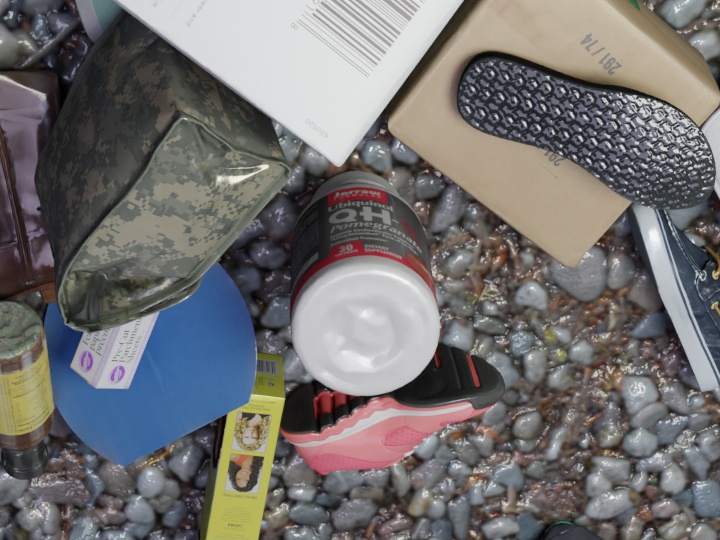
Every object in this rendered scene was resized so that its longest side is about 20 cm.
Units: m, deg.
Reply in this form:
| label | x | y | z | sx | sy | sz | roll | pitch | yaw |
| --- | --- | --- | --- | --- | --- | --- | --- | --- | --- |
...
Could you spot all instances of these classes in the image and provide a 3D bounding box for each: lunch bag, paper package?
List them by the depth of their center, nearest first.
| label | x | y | z | sx | sy | sz | roll | pitch | yaw |
| --- | --- | --- | --- | --- | --- | --- | --- | --- | --- |
| lunch bag | -0.160 | -0.070 | 1.072 | 0.117 | 0.165 | 0.200 | 24 | 120 | -38 |
| paper package | 0.143 | -0.138 | 1.132 | 0.199 | 0.104 | 0.191 | 35 | 109 | -17 |

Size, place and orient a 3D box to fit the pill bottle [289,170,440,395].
| label | x | y | z | sx | sy | sz | roll | pitch | yaw |
| --- | --- | --- | --- | --- | --- | --- | --- | --- | --- |
| pill bottle | 0.000 | 0.000 | 1.141 | 0.110 | 0.200 | 0.112 | -1 | 117 | -2 |

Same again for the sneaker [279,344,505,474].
| label | x | y | z | sx | sy | sz | roll | pitch | yaw |
| --- | --- | --- | --- | --- | --- | --- | --- | --- | --- |
| sneaker | 0.033 | 0.127 | 1.291 | 0.198 | 0.074 | 0.087 | -14 | 130 | 9 |

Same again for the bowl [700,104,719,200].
| label | x | y | z | sx | sy | sz | roll | pitch | yaw |
| --- | --- | --- | --- | --- | --- | --- | --- | --- | --- |
| bowl | 0.377 | -0.102 | 1.175 | 0.199 | 0.075 | 0.200 | -33 | 113 | 13 |

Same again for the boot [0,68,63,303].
| label | x | y | z | sx | sy | sz | roll | pitch | yaw |
| --- | --- | --- | --- | --- | --- | --- | --- | --- | --- |
| boot | -0.311 | -0.062 | 1.176 | 0.185 | 0.064 | 0.201 | -13 | 118 | -5 |

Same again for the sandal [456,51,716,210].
| label | x | y | z | sx | sy | sz | roll | pitch | yaw |
| --- | --- | --- | --- | --- | --- | --- | --- | --- | --- |
| sandal | 0.168 | -0.109 | 1.071 | 0.199 | 0.048 | 0.076 | 24 | 114 | 0 |

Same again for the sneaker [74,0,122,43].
| label | x | y | z | sx | sy | sz | roll | pitch | yaw |
| --- | --- | --- | --- | --- | --- | --- | --- | --- | --- |
| sneaker | -0.166 | -0.267 | 1.069 | 0.117 | 0.074 | 0.202 | -9 | 127 | 10 |

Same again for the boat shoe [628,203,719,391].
| label | x | y | z | sx | sy | sz | roll | pitch | yaw |
| --- | --- | --- | --- | --- | --- | --- | --- | --- | --- |
| boat shoe | 0.293 | 0.007 | 1.233 | 0.090 | 0.071 | 0.201 | -25 | 122 | 9 |

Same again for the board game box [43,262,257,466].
| label | x | y | z | sx | sy | sz | roll | pitch | yaw |
| --- | --- | --- | --- | --- | --- | --- | --- | --- | --- |
| board game box | -0.173 | 0.064 | 1.245 | 0.199 | 0.039 | 0.159 | -28 | 85 | 18 |

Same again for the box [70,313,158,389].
| label | x | y | z | sx | sy | sz | roll | pitch | yaw |
| --- | --- | --- | --- | --- | --- | --- | --- | --- | --- |
| box | -0.176 | -0.001 | 1.193 | 0.041 | 0.039 | 0.201 | 10 | 107 | -53 |

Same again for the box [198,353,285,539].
| label | x | y | z | sx | sy | sz | roll | pitch | yaw |
| --- | --- | --- | --- | --- | --- | --- | --- | --- | --- |
| box | -0.107 | 0.175 | 1.297 | 0.050 | 0.075 | 0.202 | 7 | 115 | -9 |

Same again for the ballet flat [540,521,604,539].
| label | x | y | z | sx | sy | sz | roll | pitch | yaw |
| --- | --- | --- | --- | --- | --- | --- | --- | --- | --- |
| ballet flat | 0.254 | 0.301 | 1.377 | 0.199 | 0.073 | 0.073 | 27 | 113 | -15 |

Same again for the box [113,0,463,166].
| label | x | y | z | sx | sy | sz | roll | pitch | yaw |
| --- | --- | --- | --- | --- | --- | --- | --- | --- | --- |
| box | -0.041 | -0.212 | 0.970 | 0.199 | 0.131 | 0.200 | 35 | 95 | -16 |

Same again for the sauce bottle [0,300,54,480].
| label | x | y | z | sx | sy | sz | roll | pitch | yaw |
| --- | --- | --- | --- | --- | --- | --- | --- | --- | --- |
| sauce bottle | -0.289 | 0.106 | 1.231 | 0.064 | 0.065 | 0.201 | 5 | 141 | -5 |
